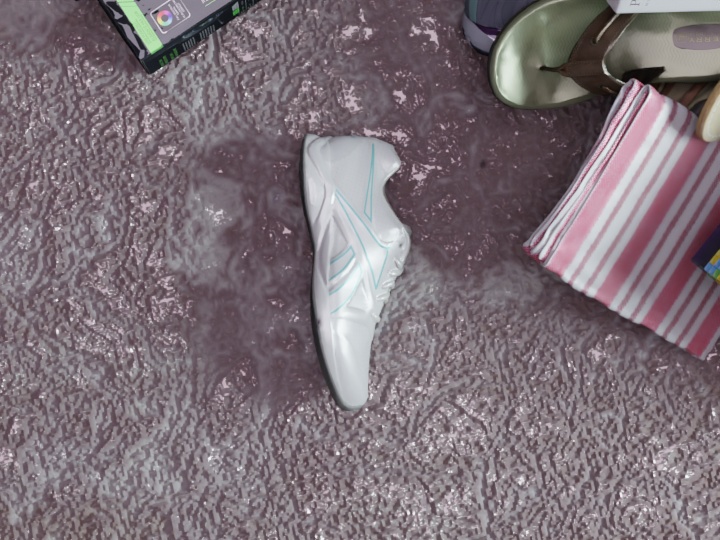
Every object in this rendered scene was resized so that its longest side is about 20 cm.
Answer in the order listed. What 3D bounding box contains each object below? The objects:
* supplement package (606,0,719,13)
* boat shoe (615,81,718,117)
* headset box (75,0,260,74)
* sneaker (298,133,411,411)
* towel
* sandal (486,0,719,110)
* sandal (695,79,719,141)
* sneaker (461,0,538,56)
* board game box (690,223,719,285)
[{"bbox_3d":[0.255,-0.259,1.487,0.199,0.120,0.122,-4,132,-19],"label":"supplement package"},{"bbox_3d":[0.221,-0.109,1.572,0.200,0.076,0.074,-41,60,-5],"label":"boat shoe"},{"bbox_3d":[-0.131,-0.261,1.540,0.199,0.093,0.175,-33,90,-2],"label":"headset box"},{"bbox_3d":[0.000,0.000,1.556,0.080,0.070,0.202,-3,89,-5],"label":"sneaker"},{"bbox_3d":[0.218,-0.034,1.536,0.199,0.030,0.147,29,96,-38],"label":"towel"},{"bbox_3d":[0.186,-0.158,1.506,0.199,0.057,0.080,-9,104,6],"label":"sandal"},{"bbox_3d":[0.322,-0.132,1.516,0.069,0.211,0.078,34,133,25],"label":"sandal"},{"bbox_3d":[0.170,-0.209,1.548,0.198,0.075,0.088,-9,126,-3],"label":"sneaker"},{"bbox_3d":[0.355,-0.010,1.501,0.200,0.057,0.166,37,97,-24],"label":"board game box"}]
